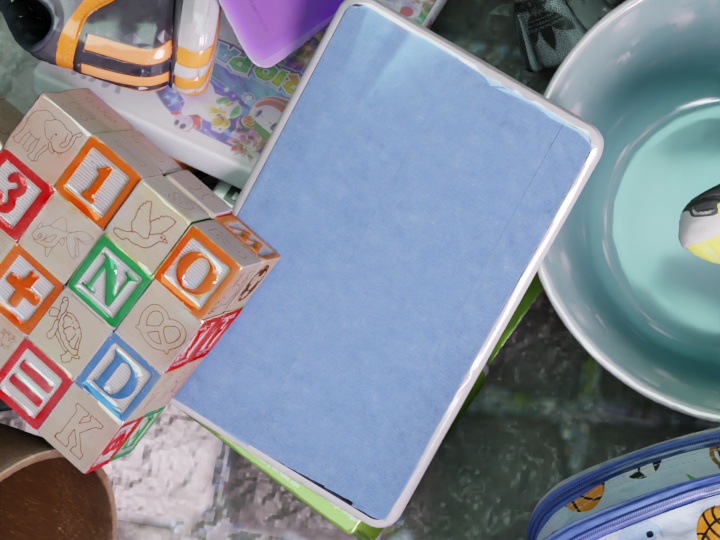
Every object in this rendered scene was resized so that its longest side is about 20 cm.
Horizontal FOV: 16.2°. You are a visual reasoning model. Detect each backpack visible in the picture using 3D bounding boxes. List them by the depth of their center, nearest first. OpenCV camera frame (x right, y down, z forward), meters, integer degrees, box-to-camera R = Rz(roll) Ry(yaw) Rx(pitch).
[{"bbox_3d":[0.151,0.153,1.068,0.199,0.191,0.155,-23,63,1],"label":"backpack"}]

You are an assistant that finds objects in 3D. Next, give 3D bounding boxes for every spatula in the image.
[{"bbox_3d":[-0.002,-0.156,1.153,0.020,0.200,0.057,-19,106,39],"label":"spatula"}]

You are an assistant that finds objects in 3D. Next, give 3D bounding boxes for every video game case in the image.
[{"bbox_3d":[-0.042,-0.126,1.176,0.143,0.018,0.200,25,56,9],"label":"video game case"}]

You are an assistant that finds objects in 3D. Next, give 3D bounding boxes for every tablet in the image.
[{"bbox_3d":[0.004,-0.003,1.094,0.130,0.014,0.201,30,102,7],"label":"tablet"}]

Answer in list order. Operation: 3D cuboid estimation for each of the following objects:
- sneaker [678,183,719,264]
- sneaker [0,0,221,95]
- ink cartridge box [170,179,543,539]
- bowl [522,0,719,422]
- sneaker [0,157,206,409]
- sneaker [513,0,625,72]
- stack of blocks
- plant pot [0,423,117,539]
[{"bbox_3d":[0.228,0.006,1.040,0.199,0.075,0.077,10,82,3],"label":"sneaker"},{"bbox_3d":[-0.109,-0.173,1.142,0.111,0.078,0.201,9,54,-2],"label":"sneaker"},{"bbox_3d":[0.000,0.000,1.167,0.147,0.076,0.200,35,87,10],"label":"ink cartridge box"},{"bbox_3d":[0.169,-0.027,1.135,0.199,0.105,0.202,0,83,0],"label":"bowl"},{"bbox_3d":[-0.144,0.001,1.183,0.199,0.078,0.113,-19,89,4],"label":"sneaker"},{"bbox_3d":[0.067,-0.149,1.149,0.199,0.075,0.115,-8,86,-39],"label":"sneaker"},{"bbox_3d":[-0.148,-0.024,1.093,0.200,0.059,0.115,40,104,8],"label":"stack of blocks"},{"bbox_3d":[-0.243,0.124,1.133,0.199,0.187,0.188,25,84,23],"label":"plant pot"}]
